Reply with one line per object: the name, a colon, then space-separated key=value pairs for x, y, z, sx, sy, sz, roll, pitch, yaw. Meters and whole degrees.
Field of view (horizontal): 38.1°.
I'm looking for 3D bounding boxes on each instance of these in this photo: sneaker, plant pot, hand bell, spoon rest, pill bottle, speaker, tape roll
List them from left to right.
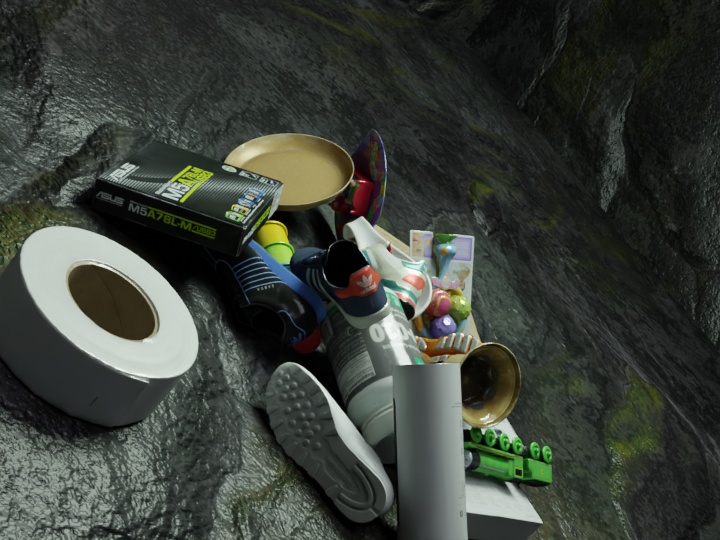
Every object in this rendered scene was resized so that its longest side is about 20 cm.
tape roll: x=-0.259 y=0.052 z=1.018 sx=0.202 sy=0.071 sz=0.203 roll=36 pitch=22 yaw=-17
sneaker: x=-0.138 y=0.020 z=1.293 sx=0.199 sy=0.071 sz=0.078 roll=34 pitch=53 yaw=21
plant pot: x=-0.109 y=-0.145 z=1.576 sx=0.197 sy=0.028 sz=0.201 roll=2 pitch=38 yaw=-1
sneaker: x=-0.034 y=0.191 z=1.169 sx=0.201 sy=0.076 sz=0.080 roll=55 pitch=15 yaw=13
sneaker: x=-0.032 y=-0.007 z=1.284 sx=0.199 sy=0.075 sz=0.085 roll=30 pitch=-36 yaw=51
sneaker: x=0.000 y=0.000 z=1.435 sx=0.198 sy=0.094 sz=0.071 roll=16 pitch=-30 yaw=23
spoon rest: x=0.028 y=-0.005 z=1.483 sx=0.201 sy=0.099 sz=0.061 roll=57 pitch=-9 yaw=36
pill bottle: x=0.026 y=0.129 z=1.299 sx=0.112 sy=0.113 sz=0.202 roll=19 pitch=39 yaw=-45
speaker: x=0.078 y=0.203 z=1.167 sx=0.081 sy=0.080 sz=0.203 roll=7 pitch=79 yaw=-56
hand bell: x=0.104 y=0.131 z=1.342 sx=0.104 sy=0.105 sz=0.199 roll=29 pitch=-10 yaw=-30
sneaker: x=0.127 y=0.134 z=1.427 sx=0.077 sy=0.079 sz=0.199 roll=37 pitch=-17 yaw=-32

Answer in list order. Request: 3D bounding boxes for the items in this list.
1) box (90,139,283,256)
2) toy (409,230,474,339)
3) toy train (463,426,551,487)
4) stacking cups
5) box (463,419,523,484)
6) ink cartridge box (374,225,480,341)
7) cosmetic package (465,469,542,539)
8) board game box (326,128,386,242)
box: x=-0.212 y=-0.097 z=1.318 sx=0.191 sy=0.048 sz=0.200 roll=21 pitch=23 yaw=3
toy: x=0.125 y=0.045 z=1.525 sx=0.114 sy=0.047 sz=0.203 roll=4 pitch=84 yaw=-28
toy train: x=0.183 y=0.240 z=1.330 sx=0.199 sy=0.041 sz=0.057 roll=22 pitch=63 yaw=-44
stacking cups: x=-0.096 y=0.025 z=1.379 sx=0.060 sy=0.061 sz=0.201 roll=20 pitch=34 yaw=-44
box: x=0.136 y=0.228 z=1.393 sx=0.199 sy=0.060 sz=0.117 roll=19 pitch=32 yaw=-47
ink cartridge box: x=0.080 y=0.041 z=1.624 sx=0.199 sy=0.075 sz=0.165 roll=34 pitch=25 yaw=-24
cosmetic package: x=0.138 y=0.289 z=1.296 sx=0.199 sy=0.051 sz=0.083 roll=21 pitch=26 yaw=-45
board game box: x=-0.019 y=-0.121 z=1.617 sx=0.038 sy=0.200 sz=0.160 roll=7 pitch=63 yaw=-22
